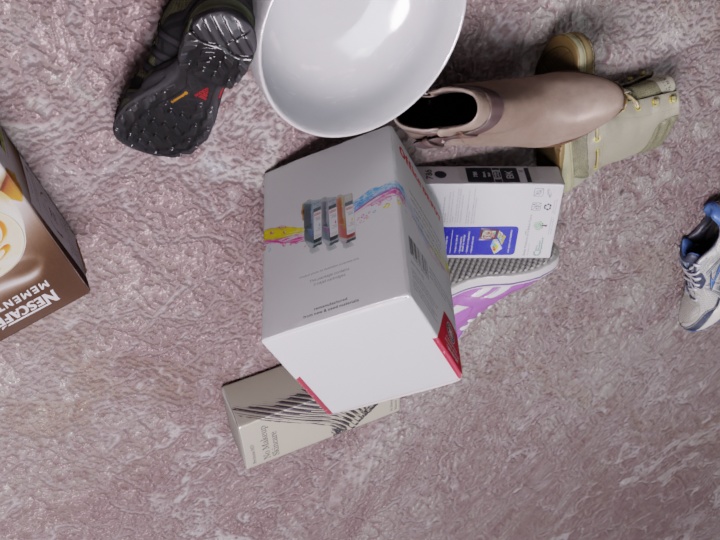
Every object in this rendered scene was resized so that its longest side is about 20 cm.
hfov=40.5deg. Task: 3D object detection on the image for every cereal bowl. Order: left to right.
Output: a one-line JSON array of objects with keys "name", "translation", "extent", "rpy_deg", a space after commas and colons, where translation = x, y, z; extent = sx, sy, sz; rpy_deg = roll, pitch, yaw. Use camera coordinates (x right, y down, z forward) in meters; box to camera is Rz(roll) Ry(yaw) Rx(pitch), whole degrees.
[{"name": "cereal bowl", "translation": [-0.012, -0.219, 0.822], "extent": [0.197, 0.084, 0.202], "rpy_deg": [-20, 137, -19]}]

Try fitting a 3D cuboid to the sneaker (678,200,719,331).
[{"name": "sneaker", "translation": [0.455, -0.010, 1.301], "extent": [0.084, 0.077, 0.203], "rpy_deg": [2, 119, -19]}]

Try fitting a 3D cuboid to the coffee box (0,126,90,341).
[{"name": "coffee box", "translation": [-0.319, -0.044, 0.801], "extent": [0.113, 0.080, 0.202], "rpy_deg": [-28, 136, -5]}]

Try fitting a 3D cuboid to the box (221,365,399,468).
[{"name": "box", "translation": [-0.055, 0.149, 1.131], "extent": [0.197, 0.069, 0.083], "rpy_deg": [-20, 135, -15]}]

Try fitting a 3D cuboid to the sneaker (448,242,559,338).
[{"name": "sneaker", "translation": [0.134, 0.024, 1.140], "extent": [0.197, 0.073, 0.115], "rpy_deg": [-15, 138, -5]}]

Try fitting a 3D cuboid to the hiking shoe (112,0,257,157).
[{"name": "hiking shoe", "translation": [-0.139, -0.170, 0.798], "extent": [0.075, 0.102, 0.199], "rpy_deg": [24, 143, -29]}]

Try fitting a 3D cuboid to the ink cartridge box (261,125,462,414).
[{"name": "ink cartridge box", "translation": [0.000, 0.000, 0.918], "extent": [0.142, 0.203, 0.146], "rpy_deg": [-17, 140, 18]}]

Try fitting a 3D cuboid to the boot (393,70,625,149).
[{"name": "boot", "translation": [0.132, -0.149, 0.908], "extent": [0.197, 0.072, 0.145], "rpy_deg": [-7, -179, 30]}]

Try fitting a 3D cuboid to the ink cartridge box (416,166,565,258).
[{"name": "ink cartridge box", "translation": [0.112, -0.061, 1.043], "extent": [0.196, 0.040, 0.101], "rpy_deg": [0, 130, -6]}]

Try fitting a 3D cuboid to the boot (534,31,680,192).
[{"name": "boot", "translation": [0.263, -0.183, 1.029], "extent": [0.152, 0.073, 0.202], "rpy_deg": [-22, 140, -11]}]
